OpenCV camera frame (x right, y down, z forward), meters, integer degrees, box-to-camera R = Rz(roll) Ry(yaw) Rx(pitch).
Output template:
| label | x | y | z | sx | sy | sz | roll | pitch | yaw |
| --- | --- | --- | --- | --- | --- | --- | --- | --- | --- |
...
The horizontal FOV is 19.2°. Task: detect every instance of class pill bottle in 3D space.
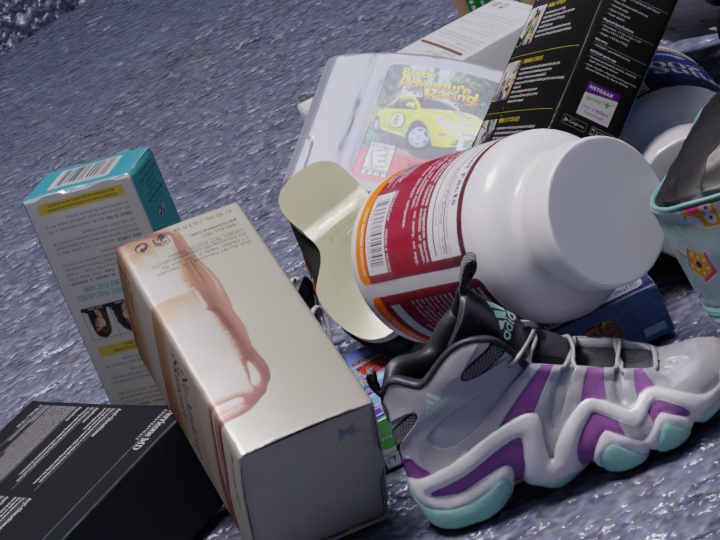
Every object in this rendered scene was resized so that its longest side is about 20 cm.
| label | x | y | z | sx | sy | sz | roll | pitch | yaw |
| --- | --- | --- | --- | --- | --- | --- | --- | --- | --- |
| pill bottle | 0.087 | -0.020 | 1.254 | 0.113 | 0.113 | 0.200 | -36 | 12 | -29 |
| pill bottle | 0.205 | -0.076 | 1.410 | 0.110 | 0.112 | 0.200 | -24 | 18 | 5 |

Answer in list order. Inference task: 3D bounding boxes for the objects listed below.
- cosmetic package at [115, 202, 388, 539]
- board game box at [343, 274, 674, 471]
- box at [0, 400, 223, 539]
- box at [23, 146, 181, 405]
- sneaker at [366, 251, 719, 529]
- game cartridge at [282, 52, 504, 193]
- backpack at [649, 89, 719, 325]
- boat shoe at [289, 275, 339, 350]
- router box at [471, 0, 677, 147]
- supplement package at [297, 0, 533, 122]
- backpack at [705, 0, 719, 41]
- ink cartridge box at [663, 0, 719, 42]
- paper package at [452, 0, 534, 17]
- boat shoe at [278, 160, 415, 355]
| label | x | y | z | sx | sy | sz | roll | pitch | yaw |
| --- | --- | --- | --- | --- | --- | --- | --- | --- | --- |
| cosmetic package | -0.066 | 0.065 | 1.261 | 0.087 | 0.104 | 0.200 | -21 | 43 | -16 |
| board game box | 0.090 | 0.046 | 1.349 | 0.199 | 0.035 | 0.135 | -26 | 17 | 3 |
| box | -0.197 | 0.167 | 1.305 | 0.140 | 0.079 | 0.200 | -3 | 30 | 37 |
| box | -0.144 | 0.024 | 1.415 | 0.082 | 0.201 | 0.049 | -13 | 22 | 20 |
| sneaker | 0.098 | 0.046 | 1.164 | 0.199 | 0.141 | 0.078 | -25 | 17 | 6 |
| game cartridge | 0.053 | -0.097 | 1.586 | 0.198 | 0.041 | 0.134 | 11 | 58 | 13 |
| backpack | 0.259 | -0.042 | 1.170 | 0.175 | 0.154 | 0.200 | -17 | 10 | 31 |
| boat shoe | -0.045 | 0.062 | 1.426 | 0.068 | 0.074 | 0.200 | -22 | 21 | 5 |
| router box | 0.136 | -0.122 | 1.403 | 0.200 | 0.051 | 0.150 | -161 | 94 | -80 |
| supplement package | 0.070 | -0.120 | 1.708 | 0.199 | 0.118 | 0.117 | -30 | 20 | -10 |
| backpack | 0.351 | -0.205 | 1.551 | 0.166 | 0.127 | 0.200 | -4 | 25 | 24 |
| ink cartridge box | 0.265 | -0.223 | 1.682 | 0.160 | 0.051 | 0.199 | -7 | -2 | 37 |
| paper package | 0.151 | -0.333 | 2.059 | 0.103 | 0.201 | 0.191 | -12 | 22 | 35 |
| boat shoe | 0.002 | -0.001 | 1.431 | 0.073 | 0.063 | 0.202 | -32 | 35 | 0 |
